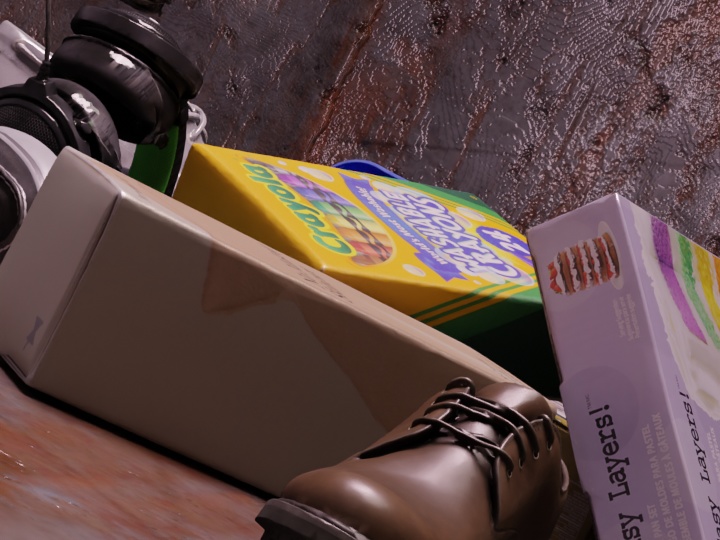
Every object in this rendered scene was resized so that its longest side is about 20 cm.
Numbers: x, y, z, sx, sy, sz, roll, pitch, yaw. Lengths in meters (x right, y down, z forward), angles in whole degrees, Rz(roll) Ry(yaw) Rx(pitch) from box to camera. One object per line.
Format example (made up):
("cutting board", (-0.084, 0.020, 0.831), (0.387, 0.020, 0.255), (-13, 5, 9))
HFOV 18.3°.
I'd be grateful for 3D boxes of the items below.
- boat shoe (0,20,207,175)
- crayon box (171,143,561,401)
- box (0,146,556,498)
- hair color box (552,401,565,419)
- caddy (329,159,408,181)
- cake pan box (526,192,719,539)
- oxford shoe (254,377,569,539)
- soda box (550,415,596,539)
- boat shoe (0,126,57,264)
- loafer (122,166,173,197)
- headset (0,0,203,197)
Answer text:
("boat shoe", (-0.120, -0.069, 1.208), (0.199, 0.069, 0.072), (28, 3, -5))
("crayon box", (0.000, 0.000, 0.991), (0.199, 0.052, 0.126), (8, 23, -37))
("box", (-0.036, 0.036, 0.851), (0.199, 0.078, 0.095), (27, 3, -26))
("hair color box", (0.152, 0.129, 1.241), (0.199, 0.061, 0.100), (27, 2, -33))
("caddy", (0.016, -0.031, 2.347), (0.199, 0.142, 0.105), (28, -3, 34))
("cake pan box", (0.149, 0.085, 0.956), (0.052, 0.201, 0.184), (-24, -27, 27))
("oxford shoe", (0.022, 0.069, 0.721), (0.072, 0.085, 0.200), (30, 4, 15))
("soda box", (0.028, 0.070, 1.033), (0.199, 0.064, 0.068), (29, 3, 17))
("boat shoe", (-0.203, -0.047, 0.941), (0.199, 0.070, 0.066), (29, 11, 36))
("loafer", (-0.130, -0.017, 1.130), (0.199, 0.072, 0.063), (25, -4, 34))
("headset", (-0.112, -0.065, 0.984), (0.093, 0.124, 0.201), (23, -40, 23))
